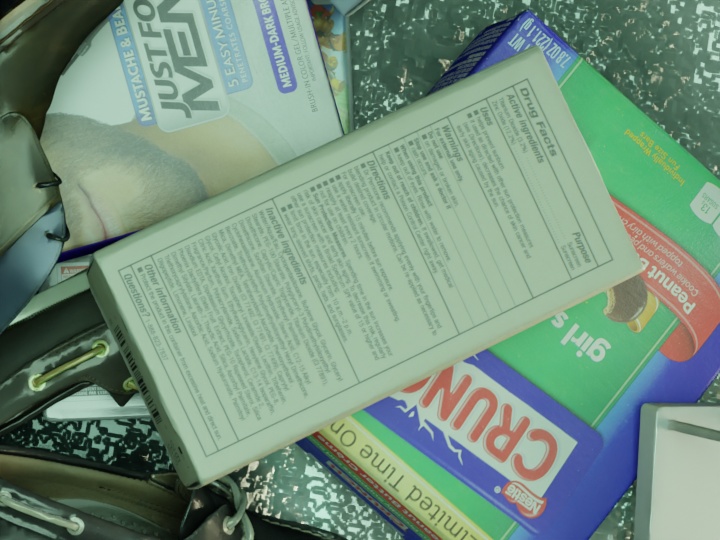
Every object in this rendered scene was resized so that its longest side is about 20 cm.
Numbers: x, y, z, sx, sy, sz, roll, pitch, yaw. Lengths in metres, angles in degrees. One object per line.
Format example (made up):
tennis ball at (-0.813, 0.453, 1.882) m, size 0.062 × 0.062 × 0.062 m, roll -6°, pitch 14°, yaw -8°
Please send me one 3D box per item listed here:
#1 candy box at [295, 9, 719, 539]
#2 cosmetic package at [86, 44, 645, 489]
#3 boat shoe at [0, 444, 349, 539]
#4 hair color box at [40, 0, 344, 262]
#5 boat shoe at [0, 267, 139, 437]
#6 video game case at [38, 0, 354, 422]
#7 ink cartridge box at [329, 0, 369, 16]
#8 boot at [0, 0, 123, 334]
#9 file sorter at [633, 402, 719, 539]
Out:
candy box at (0.062, 0.018, 1.247) m, size 0.169 × 0.077 × 0.200 m, roll 41°, pitch 80°, yaw -7°
cosmetic package at (0.000, 0.000, 1.162) m, size 0.199 × 0.073 × 0.104 m, roll -24°, pitch 88°, yaw -11°
boat shoe at (-0.081, 0.113, 1.222) m, size 0.199 × 0.074 × 0.061 m, roll 10°, pitch 112°, yaw -18°
hair color box at (-0.113, -0.065, 1.234) m, size 0.199 × 0.065 × 0.110 m, roll -16°, pitch 90°, yaw -5°
boat shoe at (-0.115, 0.031, 1.227) m, size 0.200 × 0.072 × 0.061 m, roll -22°, pitch 88°, yaw 2°
video game case at (-0.073, -0.036, 1.277) m, size 0.142 × 0.018 × 0.201 m, roll -2°, pitch 88°, yaw -5°
ink cartridge box at (-0.045, -0.205, 1.238) m, size 0.042 × 0.119 × 0.200 m, roll -39°, pitch 93°, yaw 24°
boot at (-0.139, -0.048, 1.172) m, size 0.200 × 0.075 × 0.097 m, roll -44°, pitch 104°, yaw 2°
file sorter at (0.229, 0.132, 1.209) m, size 0.199 × 0.124 × 0.140 m, roll 1°, pitch 94°, yaw -28°
